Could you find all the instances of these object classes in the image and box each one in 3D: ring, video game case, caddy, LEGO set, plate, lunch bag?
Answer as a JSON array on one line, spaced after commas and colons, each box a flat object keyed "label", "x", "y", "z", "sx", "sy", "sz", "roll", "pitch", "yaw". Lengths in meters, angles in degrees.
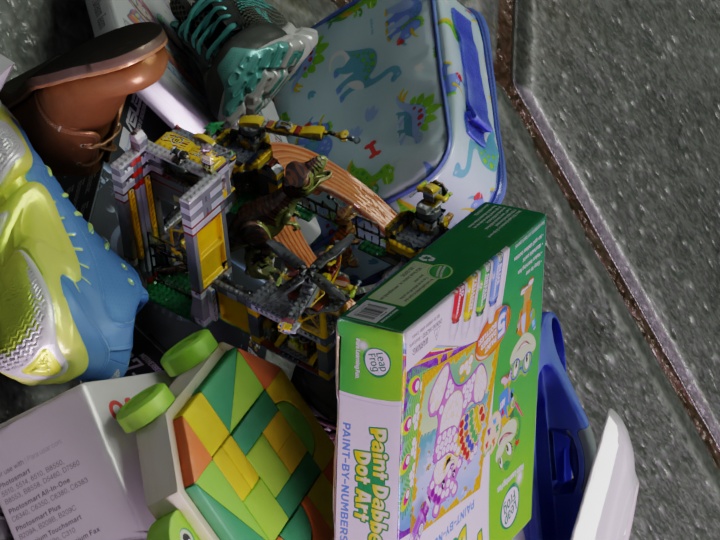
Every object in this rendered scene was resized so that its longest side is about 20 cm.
[{"label": "ring", "x": 0.000, "y": 0.000, "z": 1.688, "sx": 0.200, "sy": 0.019, "sz": 0.200, "roll": 39, "pitch": 23, "yaw": -20}, {"label": "video game case", "x": -0.109, "y": -0.124, "z": 1.755, "sx": 0.200, "sy": 0.024, "sz": 0.182, "roll": 44, "pitch": 14, "yaw": -32}, {"label": "caddy", "x": 0.104, "y": 0.121, "z": 1.785, "sx": 0.141, "sy": 0.105, "sz": 0.200, "roll": -70, "pitch": 158, "yaw": -53}, {"label": "LEGO set", "x": -0.045, "y": -0.037, "z": 1.528, "sx": 0.154, "sy": 0.200, "sz": 0.116, "roll": -36, "pitch": 142, "yaw": -29}, {"label": "plate", "x": 0.142, "y": 0.212, "z": 1.713, "sx": 0.200, "sy": 0.032, "sz": 0.200, "roll": 85, "pitch": 20, "yaw": -64}, {"label": "lunch bag", "x": 0.021, "y": -0.097, "z": 1.863, "sx": 0.082, "sy": 0.161, "sz": 0.200, "roll": 34, "pitch": 37, "yaw": -40}]

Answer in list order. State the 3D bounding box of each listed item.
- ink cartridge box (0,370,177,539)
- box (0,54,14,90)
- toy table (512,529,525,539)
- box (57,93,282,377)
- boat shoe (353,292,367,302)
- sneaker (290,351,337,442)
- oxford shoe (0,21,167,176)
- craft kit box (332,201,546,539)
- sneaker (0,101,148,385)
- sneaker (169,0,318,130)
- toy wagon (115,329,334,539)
[{"label": "ink cartridge box", "x": -0.106, "y": 0.159, "z": 1.482, "sx": 0.146, "sy": 0.084, "sz": 0.200, "roll": -6, "pitch": 70, "yaw": -61}, {"label": "box", "x": -0.286, "y": -0.097, "z": 1.402, "sx": 0.156, "sy": 0.041, "sz": 0.200, "roll": 32, "pitch": 32, "yaw": -3}, {"label": "toy table", "x": 0.026, "y": 0.198, "z": 1.637, "sx": 0.184, "sy": 0.117, "sz": 0.200, "roll": 44, "pitch": 32, "yaw": -31}, {"label": "box", "x": -0.121, "y": -0.004, "z": 1.657, "sx": 0.160, "sy": 0.044, "sz": 0.200, "roll": 46, "pitch": 30, "yaw": -27}, {"label": "boat shoe", "x": 0.007, "y": 0.045, "z": 1.798, "sx": 0.066, "sy": 0.072, "sz": 0.201, "roll": 47, "pitch": 25, "yaw": -12}, {"label": "sneaker", "x": -0.028, "y": 0.102, "z": 1.612, "sx": 0.076, "sy": 0.116, "sz": 0.200, "roll": 40, "pitch": 3, "yaw": 5}, {"label": "oxford shoe", "x": -0.154, "y": -0.092, "z": 1.534, "sx": 0.071, "sy": 0.200, "sz": 0.071, "roll": -30, "pitch": 96, "yaw": -30}, {"label": "craft kit box", "x": 0.044, "y": 0.086, "z": 1.494, "sx": 0.200, "sy": 0.048, "sz": 0.198, "roll": -38, "pitch": 137, "yaw": -57}, {"label": "sneaker", "x": -0.180, "y": -0.010, "z": 1.510, "sx": 0.105, "sy": 0.076, "sz": 0.200, "roll": 25, "pitch": 36, "yaw": -44}, {"label": "sneaker", "x": -0.086, "y": -0.143, "z": 1.710, "sx": 0.091, "sy": 0.078, "sz": 0.200, "roll": 39, "pitch": 7, "yaw": -3}, {"label": "toy wagon", "x": -0.068, "y": 0.124, "z": 1.442, "sx": 0.155, "sy": 0.040, "sz": 0.200, "roll": 56, "pitch": 27, "yaw": -10}]
